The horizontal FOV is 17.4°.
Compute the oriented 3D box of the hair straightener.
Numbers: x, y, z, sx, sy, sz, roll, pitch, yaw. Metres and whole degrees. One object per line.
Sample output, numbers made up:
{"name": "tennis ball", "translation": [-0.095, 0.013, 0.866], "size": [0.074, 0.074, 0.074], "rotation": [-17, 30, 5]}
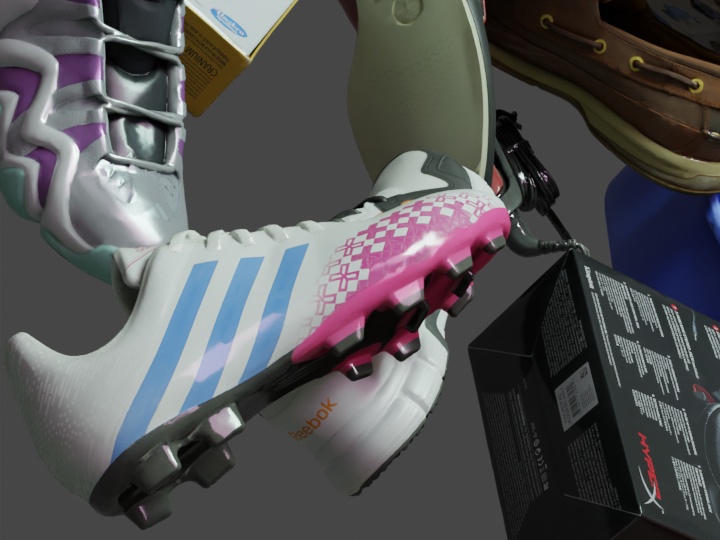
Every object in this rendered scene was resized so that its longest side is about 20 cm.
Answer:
{"name": "hair straightener", "translation": [0.062, -0.075, 1.130], "size": [0.077, 0.041, 0.200], "rotation": [5, 44, -48]}

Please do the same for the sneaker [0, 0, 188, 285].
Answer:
{"name": "sneaker", "translation": [-0.087, -0.102, 0.890], "size": [0.078, 0.140, 0.200], "rotation": [7, 47, -47]}

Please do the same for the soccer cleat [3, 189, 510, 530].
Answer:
{"name": "soccer cleat", "translation": [-0.035, 0.008, 0.830], "size": [0.200, 0.070, 0.086], "rotation": [-32, 72, -29]}

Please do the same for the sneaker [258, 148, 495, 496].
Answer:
{"name": "sneaker", "translation": [0.000, 0.000, 0.942], "size": [0.080, 0.074, 0.200], "rotation": [36, 31, -11]}

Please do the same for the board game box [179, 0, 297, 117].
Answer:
{"name": "board game box", "translation": [-0.087, -0.169, 1.070], "size": [0.153, 0.040, 0.200], "rotation": [42, 31, -6]}

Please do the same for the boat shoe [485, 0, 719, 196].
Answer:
{"name": "boat shoe", "translation": [0.108, -0.117, 1.113], "size": [0.200, 0.068, 0.072], "rotation": [39, 32, 24]}

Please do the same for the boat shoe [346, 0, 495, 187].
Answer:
{"name": "boat shoe", "translation": [0.030, -0.113, 1.076], "size": [0.063, 0.074, 0.202], "rotation": [6, 69, -57]}

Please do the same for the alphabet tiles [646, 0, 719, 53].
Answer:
{"name": "alphabet tiles", "translation": [0.115, -0.153, 1.122], "size": [0.200, 0.006, 0.166], "rotation": [34, -6, -13]}

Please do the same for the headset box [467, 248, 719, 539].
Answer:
{"name": "headset box", "translation": [0.153, 0.098, 1.004], "size": [0.200, 0.075, 0.149], "rotation": [24, 37, -31]}

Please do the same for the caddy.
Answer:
{"name": "caddy", "translation": [0.205, -0.013, 1.166], "size": [0.141, 0.105, 0.200], "rotation": [30, 34, -24]}
